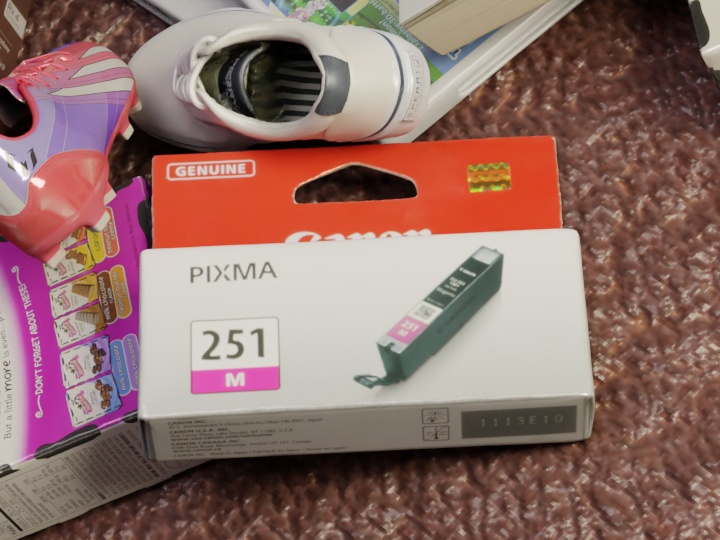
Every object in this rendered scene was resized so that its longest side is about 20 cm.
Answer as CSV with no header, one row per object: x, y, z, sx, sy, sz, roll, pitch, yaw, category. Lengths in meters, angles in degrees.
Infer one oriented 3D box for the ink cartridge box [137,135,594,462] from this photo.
0.000,0.000,1.276,0.199,0.044,0.174,-3,55,0,ink cartridge box

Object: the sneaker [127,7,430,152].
-0.058,-0.096,1.359,0.200,0.071,0.073,0,85,46,sneaker

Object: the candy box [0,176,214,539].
-0.170,0.057,1.344,0.199,0.061,0.137,-22,51,9,candy box

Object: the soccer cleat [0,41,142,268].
-0.151,-0.074,1.344,0.067,0.077,0.200,-35,23,16,soccer cleat

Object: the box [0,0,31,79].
-0.289,-0.137,1.511,0.199,0.100,0.075,-6,55,23,box

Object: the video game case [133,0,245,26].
-0.060,-0.221,1.509,0.200,0.024,0.182,-47,51,-11,video game case

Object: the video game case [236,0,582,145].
0.024,-0.176,1.420,0.182,0.022,0.200,-39,59,-6,video game case

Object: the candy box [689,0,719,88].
0.213,-0.178,1.316,0.136,0.061,0.201,-18,51,15,candy box

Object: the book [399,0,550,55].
0.103,-0.201,1.325,0.200,0.048,0.134,-28,47,32,book
